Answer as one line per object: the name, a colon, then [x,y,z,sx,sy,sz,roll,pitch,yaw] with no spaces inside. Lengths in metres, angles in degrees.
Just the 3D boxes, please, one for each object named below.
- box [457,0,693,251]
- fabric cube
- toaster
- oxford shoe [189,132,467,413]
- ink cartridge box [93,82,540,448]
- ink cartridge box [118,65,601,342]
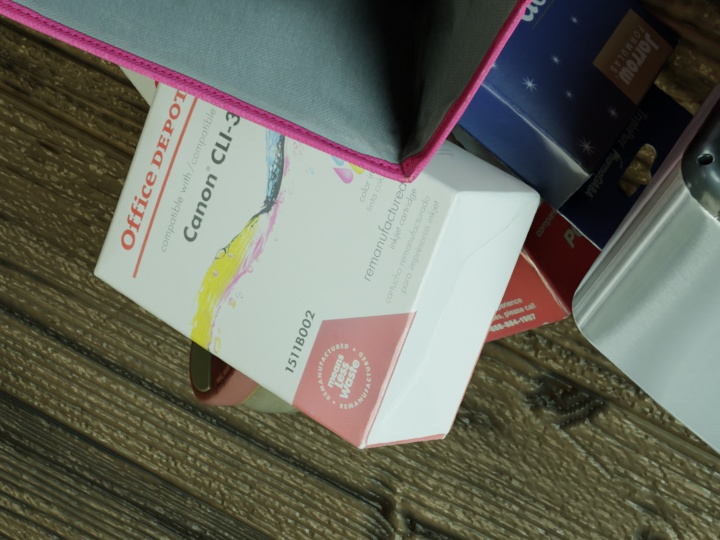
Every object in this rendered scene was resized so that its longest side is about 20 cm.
box: [0.060,-0.105,1.183,0.200,0.121,0.032,41,131,-4]
fabric cube: [-0.017,-0.193,1.029,0.196,0.200,0.200,23,131,-12]
toaster: [0.203,-0.002,1.115,0.181,0.200,0.119,36,137,1]
oxford shoe: [0.000,0.000,1.262,0.075,0.071,0.200,16,142,-29]
ink cartridge box: [-0.036,-0.023,1.181,0.200,0.067,0.117,31,109,32]
ink cartridge box: [0.008,-0.062,1.296,0.147,0.083,0.200,-18,116,45]
